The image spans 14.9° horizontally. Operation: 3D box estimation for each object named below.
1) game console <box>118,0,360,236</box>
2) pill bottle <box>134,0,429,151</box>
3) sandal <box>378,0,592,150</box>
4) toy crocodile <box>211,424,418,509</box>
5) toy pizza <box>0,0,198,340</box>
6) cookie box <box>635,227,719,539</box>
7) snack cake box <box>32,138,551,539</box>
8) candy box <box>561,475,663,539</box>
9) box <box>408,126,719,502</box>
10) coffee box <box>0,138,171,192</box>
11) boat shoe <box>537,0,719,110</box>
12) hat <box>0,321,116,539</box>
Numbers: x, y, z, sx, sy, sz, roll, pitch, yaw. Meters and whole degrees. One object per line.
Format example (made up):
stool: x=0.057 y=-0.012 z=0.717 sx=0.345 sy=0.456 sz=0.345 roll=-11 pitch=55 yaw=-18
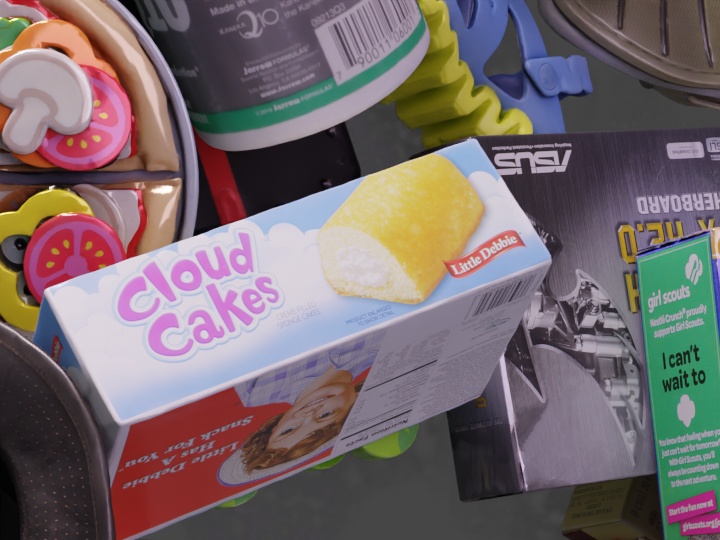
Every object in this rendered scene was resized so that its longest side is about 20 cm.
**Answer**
game console: x=-0.098 y=-0.107 z=1.236 sx=0.177 sy=0.031 sz=0.200 roll=-19 pitch=91 yaw=-39
pill bottle: x=-0.056 y=-0.162 z=1.165 sx=0.113 sy=0.113 sz=0.200 roll=-38 pitch=115 yaw=-32
sandal: x=0.045 y=-0.109 z=1.290 sx=0.200 sy=0.079 sz=0.087 roll=52 pitch=53 yaw=-32
toy crocodile: x=-0.041 y=0.065 z=1.203 sx=0.200 sy=0.068 sz=0.062 roll=-15 pitch=90 yaw=-31
toy pizza: x=-0.166 y=-0.035 z=1.111 sx=0.200 sy=0.032 sz=0.200 roll=0 pitch=95 yaw=-2
cookie box: x=0.218 y=0.082 z=1.218 sx=0.171 sy=0.075 sz=0.200 roll=-2 pitch=81 yaw=-26
snack cake box: x=-0.033 y=0.031 z=1.108 sx=0.200 sy=0.115 sz=0.067 roll=-20 pitch=66 yaw=-26
candy box: x=0.185 y=0.063 z=1.356 sx=0.115 sy=0.055 sz=0.200 roll=32 pitch=64 yaw=-23
box: x=0.122 y=0.016 z=1.254 sx=0.200 sy=0.048 sz=0.158 roll=-3 pitch=82 yaw=-37
coffee box: x=-0.165 y=-0.110 z=1.151 sx=0.123 sy=0.044 sz=0.200 roll=-20 pitch=89 yaw=-2
boat shoe: x=0.167 y=-0.113 z=1.375 sx=0.200 sy=0.068 sz=0.075 roll=15 pitch=69 yaw=-26
hat: x=-0.169 y=0.111 z=1.078 sx=0.081 sy=0.201 sz=0.201 roll=33 pitch=58 yaw=-60
